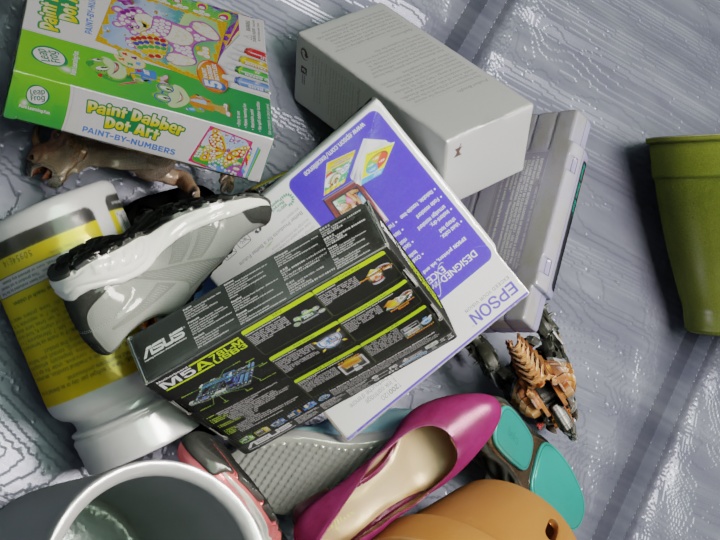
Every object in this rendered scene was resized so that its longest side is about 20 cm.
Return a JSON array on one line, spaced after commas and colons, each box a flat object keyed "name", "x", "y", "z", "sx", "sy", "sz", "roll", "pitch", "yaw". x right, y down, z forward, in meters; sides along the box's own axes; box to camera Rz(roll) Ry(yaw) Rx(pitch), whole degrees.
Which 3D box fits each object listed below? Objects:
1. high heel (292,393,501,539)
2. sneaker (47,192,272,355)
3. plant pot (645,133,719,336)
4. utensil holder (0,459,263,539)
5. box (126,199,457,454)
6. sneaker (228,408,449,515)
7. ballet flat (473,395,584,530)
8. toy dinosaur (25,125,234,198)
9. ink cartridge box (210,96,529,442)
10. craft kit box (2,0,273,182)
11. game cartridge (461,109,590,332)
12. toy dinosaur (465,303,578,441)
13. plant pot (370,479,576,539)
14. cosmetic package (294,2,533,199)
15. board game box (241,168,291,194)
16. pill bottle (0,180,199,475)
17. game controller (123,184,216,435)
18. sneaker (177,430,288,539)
[{"name": "high heel", "x": 0.036, "y": 0.167, "z": 1.203, "sx": 0.199, "sy": 0.096, "sz": 0.068, "roll": -36, "pitch": 102, "yaw": -4}, {"name": "sneaker", "x": -0.140, "y": -0.004, "z": 1.119, "sx": 0.199, "sy": 0.073, "sz": 0.080, "roll": -31, "pitch": 108, "yaw": -41}, {"name": "plant pot", "x": 0.381, "y": -0.036, "z": 1.501, "sx": 0.198, "sy": 0.200, "sz": 0.196, "roll": -3, "pitch": 94, "yaw": -31}, {"name": "utensil holder", "x": -0.181, "y": 0.229, "z": 1.088, "sx": 0.168, "sy": 0.199, "sz": 0.172, "roll": 7, "pitch": 76, "yaw": -29}, {"name": "box", "x": -0.043, "y": 0.049, "z": 1.122, "sx": 0.199, "sy": 0.193, "sz": 0.048, "roll": -30, "pitch": 60, "yaw": 7}, {"name": "sneaker", "x": -0.022, "y": 0.156, "z": 1.285, "sx": 0.197, "sy": 0.082, "sz": 0.075, "roll": -1, "pitch": 105, "yaw": -12}, {"name": "ballet flat", "x": 0.135, "y": 0.169, "z": 1.358, "sx": 0.200, "sy": 0.068, "sz": 0.069, "roll": 52, "pitch": 53, "yaw": -41}, {"name": "toy dinosaur", "x": -0.166, "y": -0.122, "z": 1.244, "sx": 0.135, "sy": 0.087, "sz": 0.199, "roll": 33, "pitch": 36, "yaw": 21}, {"name": "ink cartridge box", "x": 0.000, "y": 0.000, "z": 1.223, "sx": 0.198, "sy": 0.043, "sz": 0.201, "roll": -39, "pitch": 97, "yaw": 9}, {"name": "craft kit box", "x": -0.168, "y": -0.159, "z": 1.177, "sx": 0.195, "sy": 0.049, "sz": 0.201, "roll": 11, "pitch": 33, "yaw": -14}, {"name": "game cartridge", "x": 0.121, "y": -0.041, "z": 1.301, "sx": 0.038, "sy": 0.128, "sz": 0.202, "roll": 41, "pitch": 58, "yaw": -46}, {"name": "toy dinosaur", "x": 0.155, "y": 0.083, "z": 1.344, "sx": 0.101, "sy": 0.201, "sz": 0.137, "roll": -24, "pitch": 68, "yaw": -16}, {"name": "plant pot", "x": 0.096, "y": 0.267, "z": 1.265, "sx": 0.201, "sy": 0.199, "sz": 0.140, "roll": 58, "pitch": 43, "yaw": -8}, {"name": "cosmetic package", "x": 0.042, "y": -0.145, "z": 1.304, "sx": 0.101, "sy": 0.200, "sz": 0.072, "roll": -25, "pitch": 137, "yaw": -31}, {"name": "board game box", "x": 0.005, "y": -0.027, "z": 1.336, "sx": 0.199, "sy": 0.057, "sz": 0.167, "roll": -27, "pitch": 93, "yaw": -33}, {"name": "pill bottle", "x": -0.203, "y": 0.044, "z": 1.162, "sx": 0.113, "sy": 0.114, "sz": 0.202, "roll": -24, "pitch": 92, "yaw": -32}, {"name": "game controller", "x": -0.131, "y": 0.031, "z": 1.250, "sx": 0.103, "sy": 0.042, "sz": 0.202, "roll": -18, "pitch": 91, "yaw": -32}, {"name": "sneaker", "x": -0.106, "y": 0.209, "z": 1.174, "sx": 0.086, "sy": 0.074, "sz": 0.201, "roll": -35, "pitch": 133, "yaw": -12}]
